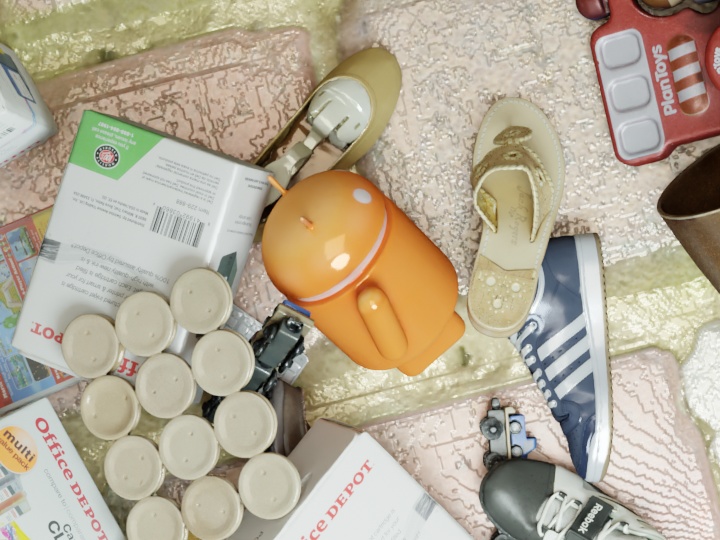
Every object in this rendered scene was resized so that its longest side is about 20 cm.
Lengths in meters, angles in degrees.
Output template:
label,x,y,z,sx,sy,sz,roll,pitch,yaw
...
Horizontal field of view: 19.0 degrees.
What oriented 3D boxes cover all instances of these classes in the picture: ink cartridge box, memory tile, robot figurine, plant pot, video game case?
label,x,y,z,sx,sy,sz,roll,pitch,yaw
ink cartridge box,0.004,0.234,1.691,0.200,0.083,0.147,46,75,-24
ink cartridge box,-0.314,0.215,1.681,0.144,0.199,0.146,-30,90,43
memory tile,-0.138,0.110,1.642,0.152,0.017,0.202,-23,83,18
robot figurine,0.001,0.001,1.702,0.116,0.200,0.145,-14,46,38
plant pot,0.361,-0.007,1.696,0.186,0.187,0.201,-30,103,2
ink cartridge box,-0.335,-0.117,1.701,0.145,0.200,0.088,-30,85,3
ink cartridge box,-0.174,-0.008,1.710,0.145,0.084,0.202,20,94,17
video game case,-0.237,0.016,1.780,0.199,0.017,0.144,-22,90,5

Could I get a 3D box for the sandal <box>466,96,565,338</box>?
label,x,y,z,sx,sy,sz,roll,pitch,yaw
sandal,0.123,-0.057,1.707,0.077,0.070,0.214,7,67,3

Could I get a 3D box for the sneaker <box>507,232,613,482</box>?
label,x,y,z,sx,sy,sz,roll,pitch,yaw
sneaker,0.147,0.072,1.743,0.107,0.070,0.202,-3,83,-2

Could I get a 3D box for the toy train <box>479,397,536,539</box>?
label,x,y,z,sx,sy,sz,roll,pitch,yaw
toy train,0.128,0.204,1.763,0.045,0.034,0.202,-6,90,-1

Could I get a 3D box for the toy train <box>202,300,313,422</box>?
label,x,y,z,sx,sy,sz,roll,pitch,yaw
toy train,-0.080,0.073,1.696,0.034,0.200,0.046,28,59,-8

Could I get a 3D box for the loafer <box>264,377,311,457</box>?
label,x,y,z,sx,sy,sz,roll,pitch,yaw
loafer,-0.042,0.185,1.759,0.070,0.073,0.202,-9,92,-17

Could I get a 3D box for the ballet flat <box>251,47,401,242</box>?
label,x,y,z,sx,sy,sz,roll,pitch,yaw
ballet flat,-0.038,-0.100,1.756,0.069,0.063,0.200,40,91,4

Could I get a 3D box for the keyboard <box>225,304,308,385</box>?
label,x,y,z,sx,sy,sz,roll,pitch,yaw
keyboard,-0.138,0.038,1.786,0.199,0.011,0.056,35,91,2

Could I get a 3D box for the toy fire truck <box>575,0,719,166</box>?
label,x,y,z,sx,sy,sz,roll,pitch,yaw
toy fire truck,0.260,-0.198,1.730,0.167,0.112,0.202,-15,88,21

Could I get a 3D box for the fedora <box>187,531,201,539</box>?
label,x,y,z,sx,sy,sz,roll,pitch,yaw
fedora,-0.150,0.289,1.738,0.199,0.082,0.203,-4,109,-11

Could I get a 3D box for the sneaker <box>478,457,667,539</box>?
label,x,y,z,sx,sy,sz,roll,pitch,yaw
sneaker,0.190,0.210,1.718,0.199,0.088,0.075,29,81,-7
